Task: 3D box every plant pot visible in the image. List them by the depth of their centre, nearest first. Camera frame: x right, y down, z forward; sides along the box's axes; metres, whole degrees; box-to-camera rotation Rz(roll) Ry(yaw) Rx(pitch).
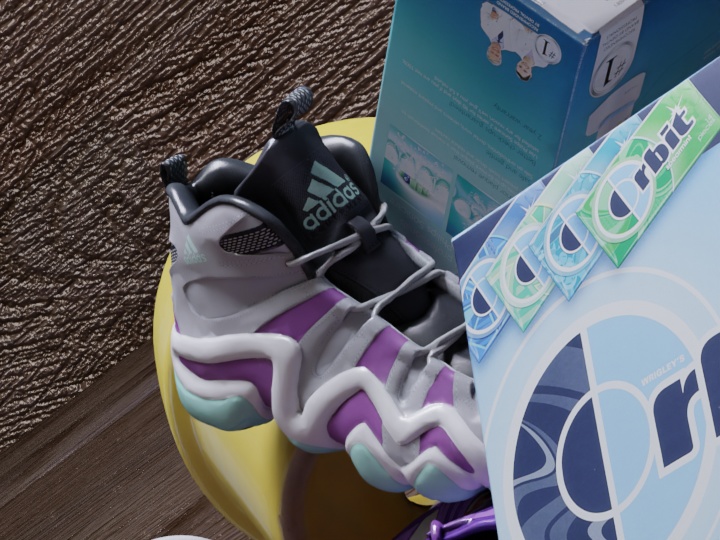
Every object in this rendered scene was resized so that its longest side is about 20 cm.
[{"bbox_3d":[0.018,0.057,1.217,0.201,0.201,0.189,-39,22,7],"label":"plant pot"}]

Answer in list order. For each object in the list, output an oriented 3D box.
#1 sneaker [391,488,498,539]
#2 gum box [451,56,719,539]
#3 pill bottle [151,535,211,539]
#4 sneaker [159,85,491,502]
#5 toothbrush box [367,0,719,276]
[{"bbox_3d":[0.042,0.106,1.028,0.083,0.081,0.200,0,-13,-25],"label":"sneaker"},{"bbox_3d":[0.109,0.042,0.831,0.170,0.045,0.200,-35,49,38],"label":"gum box"},{"bbox_3d":[-0.123,0.202,1.321,0.200,0.112,0.112,-32,10,48],"label":"pill bottle"},{"bbox_3d":[0.000,0.000,1.034,0.200,0.140,0.078,9,31,36],"label":"sneaker"},{"bbox_3d":[0.082,-0.068,1.072,0.146,0.085,0.200,-37,-28,-32],"label":"toothbrush box"}]
